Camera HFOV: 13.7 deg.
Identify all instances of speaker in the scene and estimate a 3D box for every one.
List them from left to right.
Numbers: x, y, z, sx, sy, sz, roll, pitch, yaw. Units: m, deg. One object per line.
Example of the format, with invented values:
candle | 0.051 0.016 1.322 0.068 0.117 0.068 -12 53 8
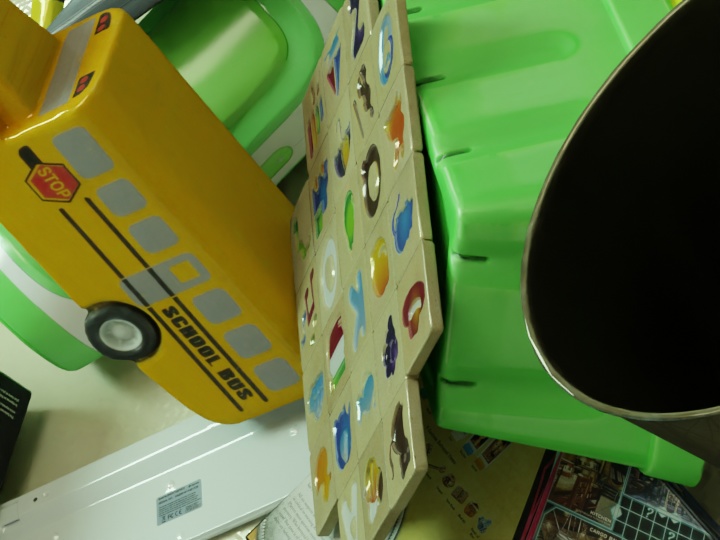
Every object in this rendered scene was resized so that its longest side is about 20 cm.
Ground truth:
speaker | -0.075 -0.054 1.233 0.200 0.088 0.088 -46 43 5

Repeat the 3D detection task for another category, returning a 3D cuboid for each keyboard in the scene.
keyboard | -0.072 0.086 1.191 0.200 0.011 0.056 -25 54 25

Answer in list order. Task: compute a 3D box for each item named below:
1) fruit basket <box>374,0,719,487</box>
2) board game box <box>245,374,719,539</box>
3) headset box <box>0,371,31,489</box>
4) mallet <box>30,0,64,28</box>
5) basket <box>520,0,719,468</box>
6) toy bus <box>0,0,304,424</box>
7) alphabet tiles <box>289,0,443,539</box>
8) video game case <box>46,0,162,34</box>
fruit basket | 0.111 -0.042 1.040 0.216 0.156 0.216 3 36 -2
board game box | 0.056 0.113 1.048 0.135 0.035 0.200 -45 43 6
headset box | -0.252 0.125 1.244 0.174 0.093 0.200 -6 59 42
mallet | -0.131 -0.111 1.315 0.066 0.041 0.200 11 87 41
basket | 0.169 0.010 0.900 0.180 0.200 0.136 -46 47 4
toy bus | -0.089 -0.030 1.136 0.078 0.200 0.065 -22 34 29
alphabet tiles | 0.000 0.000 1.048 0.166 0.006 0.200 116 152 -58
video game case | -0.059 -0.151 1.257 0.143 0.019 0.200 -34 11 16
